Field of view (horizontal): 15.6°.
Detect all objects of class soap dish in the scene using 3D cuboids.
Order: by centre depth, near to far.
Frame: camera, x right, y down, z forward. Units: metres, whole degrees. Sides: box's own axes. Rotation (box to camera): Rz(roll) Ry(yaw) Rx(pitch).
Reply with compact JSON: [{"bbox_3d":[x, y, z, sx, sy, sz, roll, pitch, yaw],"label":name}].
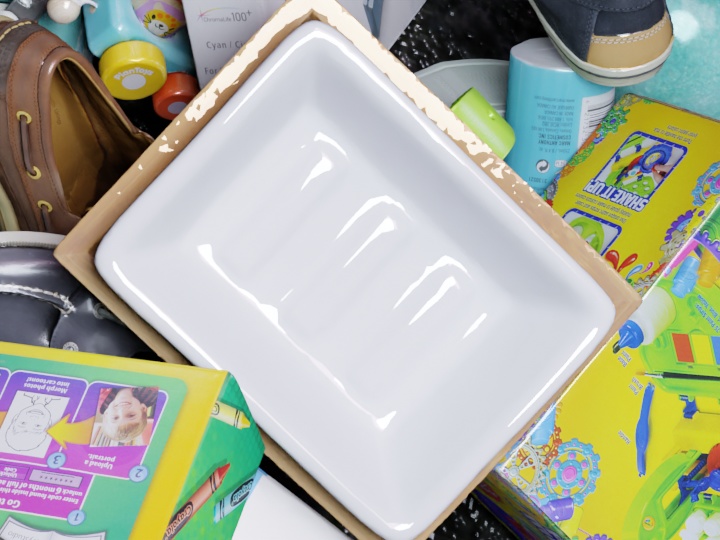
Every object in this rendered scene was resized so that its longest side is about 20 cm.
[{"bbox_3d":[-0.005,0.001,1.114,0.200,0.081,0.157,43,90,-11],"label":"soap dish"}]

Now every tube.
[{"bbox_3d":[0.093,-0.010,1.281,0.077,0.050,0.201,-6,113,-22],"label":"tube"}]

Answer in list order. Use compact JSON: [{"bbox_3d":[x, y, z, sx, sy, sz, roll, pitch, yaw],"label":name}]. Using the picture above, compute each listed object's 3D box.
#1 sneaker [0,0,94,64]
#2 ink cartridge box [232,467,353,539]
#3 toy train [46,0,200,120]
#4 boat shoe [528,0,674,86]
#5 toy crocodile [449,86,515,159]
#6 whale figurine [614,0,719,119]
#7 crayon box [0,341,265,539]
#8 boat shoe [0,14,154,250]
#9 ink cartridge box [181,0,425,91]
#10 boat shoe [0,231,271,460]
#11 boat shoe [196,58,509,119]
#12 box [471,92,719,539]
[{"bbox_3d":[-0.182,-0.078,1.183,0.201,0.071,0.080,-67,150,-22],"label":"sneaker"},{"bbox_3d":[-0.047,0.184,1.159,0.200,0.128,0.126,38,64,-10],"label":"ink cartridge box"},{"bbox_3d":[-0.116,-0.168,1.207,0.200,0.056,0.150,49,34,-9],"label":"toy train"},{"bbox_3d":[0.087,-0.169,1.253,0.074,0.063,0.200,-19,49,-17],"label":"boat shoe"},{"bbox_3d":[0.000,0.000,1.238,0.067,0.062,0.201,32,100,-11],"label":"toy crocodile"},{"bbox_3d":[0.186,-0.146,1.320,0.200,0.104,0.159,-52,136,-6],"label":"whale figurine"},{"bbox_3d":[-0.153,0.092,1.072,0.199,0.058,0.119,7,54,20],"label":"crayon box"},{"bbox_3d":[-0.119,-0.030,1.171,0.072,0.067,0.201,-57,138,-29],"label":"boat shoe"},{"bbox_3d":[-0.030,-0.168,1.208,0.200,0.044,0.177,-56,140,-54],"label":"ink cartridge box"},{"bbox_3d":[-0.111,0.037,1.158,0.199,0.073,0.063,14,44,-21],"label":"boat shoe"},{"bbox_3d":[0.006,-0.063,1.283,0.199,0.076,0.061,1,120,-18],"label":"boat shoe"},{"bbox_3d":[0.152,0.062,1.226,0.193,0.122,0.200,-49,120,-9],"label":"box"}]
